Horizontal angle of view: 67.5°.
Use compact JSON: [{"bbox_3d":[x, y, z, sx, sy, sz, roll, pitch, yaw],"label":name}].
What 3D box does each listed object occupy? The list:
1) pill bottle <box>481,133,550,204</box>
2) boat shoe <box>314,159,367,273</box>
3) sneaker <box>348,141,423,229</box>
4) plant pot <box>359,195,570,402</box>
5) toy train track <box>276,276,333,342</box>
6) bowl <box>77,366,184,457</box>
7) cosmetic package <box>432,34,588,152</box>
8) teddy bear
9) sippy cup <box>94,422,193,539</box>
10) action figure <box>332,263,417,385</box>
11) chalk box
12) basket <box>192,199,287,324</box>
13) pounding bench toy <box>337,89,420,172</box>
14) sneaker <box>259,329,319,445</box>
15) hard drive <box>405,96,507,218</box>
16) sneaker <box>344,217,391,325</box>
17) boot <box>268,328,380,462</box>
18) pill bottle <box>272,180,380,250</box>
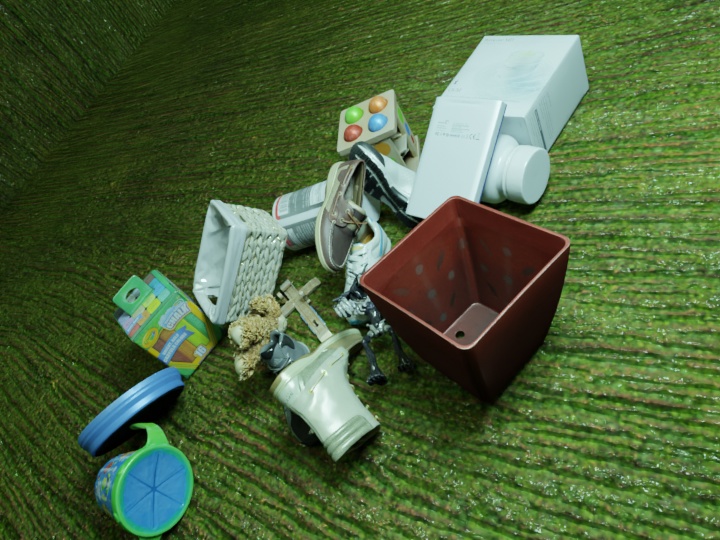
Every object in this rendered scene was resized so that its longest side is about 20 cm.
[{"bbox_3d":[0.215,-0.178,0.927,0.198,0.115,0.115,23,70,43],"label":"pill bottle"},{"bbox_3d":[-0.024,-0.097,0.920,0.071,0.072,0.204,-6,66,41],"label":"boat shoe"},{"bbox_3d":[0.062,-0.163,0.986,0.081,0.200,0.073,-54,15,-31],"label":"sneaker"},{"bbox_3d":[0.148,0.051,0.730,0.199,0.178,0.199,-40,43,-19],"label":"plant pot"},{"bbox_3d":[-0.107,0.071,1.006,0.115,0.033,0.200,-43,45,-3],"label":"toy train track"},{"bbox_3d":[-0.402,0.254,0.966,0.200,0.201,0.039,-42,84,-2],"label":"bowl"},{"bbox_3d":[0.277,-0.318,0.993,0.197,0.123,0.201,21,68,42],"label":"cosmetic package"},{"bbox_3d":[-0.174,0.112,0.942,0.065,0.200,0.149,-5,86,7],"label":"teddy bear"},{"bbox_3d":[-0.369,0.359,0.894,0.129,0.140,0.179,-14,36,39],"label":"sippy cup"},{"bbox_3d":[0.022,0.067,0.839,0.116,0.103,0.203,-18,65,-4],"label":"action figure"},{"bbox_3d":[-0.387,0.093,1.057,0.123,0.201,0.125,28,73,44],"label":"chalk box"},{"bbox_3d":[-0.232,-0.016,1.036,0.135,0.121,0.204,40,120,46],"label":"basket"},{"bbox_3d":[0.038,-0.286,1.103,0.122,0.156,0.203,-16,48,22],"label":"pounding bench toy"},{"bbox_3d":[-0.119,0.178,0.869,0.074,0.116,0.202,-32,44,6],"label":"sneaker"},{"bbox_3d":[0.154,-0.179,0.889,0.131,0.025,0.204,20,98,43],"label":"hard drive"},{"bbox_3d":[0.000,0.000,0.956,0.075,0.081,0.203,-8,53,26],"label":"sneaker"},{"bbox_3d":[-0.024,0.183,0.822,0.154,0.199,0.073,42,128,16],"label":"boot"},{"bbox_3d":[-0.066,-0.118,1.071,0.196,0.114,0.116,-14,49,24],"label":"pill bottle"}]
